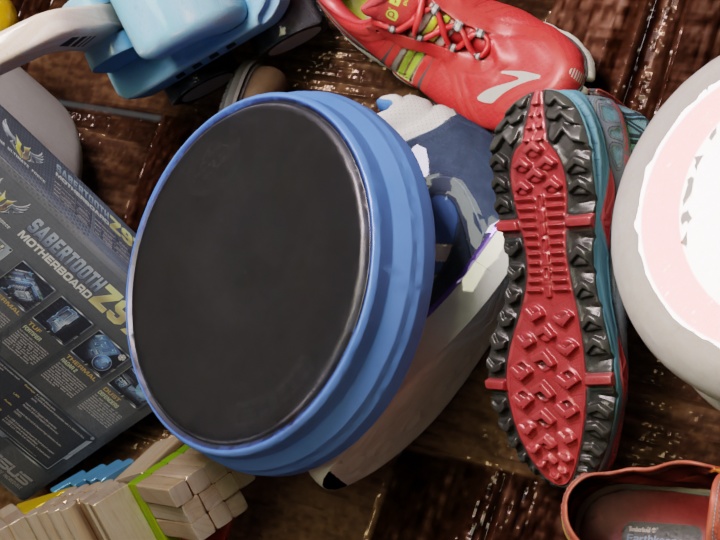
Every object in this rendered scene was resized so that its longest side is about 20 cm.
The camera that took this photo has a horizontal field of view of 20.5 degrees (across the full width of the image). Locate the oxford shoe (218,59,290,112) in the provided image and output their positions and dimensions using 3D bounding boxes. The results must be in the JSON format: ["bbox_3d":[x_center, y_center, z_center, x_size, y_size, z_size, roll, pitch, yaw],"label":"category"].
[{"bbox_3d":[-0.039,-0.031,1.129,0.084,0.073,0.201,-9,66,10],"label":"oxford shoe"}]

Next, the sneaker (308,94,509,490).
[{"bbox_3d":[0.000,0.000,1.056,0.146,0.081,0.200,38,85,22],"label":"sneaker"}]

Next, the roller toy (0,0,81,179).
[{"bbox_3d":[-0.274,-0.063,1.210,0.200,0.140,0.183,-32,44,17],"label":"roller toy"}]

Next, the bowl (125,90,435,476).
[{"bbox_3d":[-0.048,0.004,1.019,0.200,0.039,0.202,-13,71,42],"label":"bowl"}]

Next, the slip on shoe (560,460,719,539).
[{"bbox_3d":[0.182,0.121,0.917,0.199,0.061,0.074,0,69,31],"label":"slip on shoe"}]

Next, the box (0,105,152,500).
[{"bbox_3d":[-0.199,0.021,1.118,0.157,0.200,0.051,-35,31,18],"label":"box"}]

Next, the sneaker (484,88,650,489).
[{"bbox_3d":[0.121,0.010,0.991,0.079,0.095,0.201,9,102,45],"label":"sneaker"}]

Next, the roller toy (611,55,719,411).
[{"bbox_3d":[0.215,-0.013,0.901,0.199,0.140,0.183,-6,68,30],"label":"roller toy"}]

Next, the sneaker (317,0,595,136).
[{"bbox_3d":[0.039,-0.131,1.099,0.200,0.085,0.077,29,88,38],"label":"sneaker"}]

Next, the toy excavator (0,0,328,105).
[{"bbox_3d":[-0.142,-0.145,1.131,0.194,0.200,0.100,-27,85,21],"label":"toy excavator"}]

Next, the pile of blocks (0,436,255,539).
[{"bbox_3d":[-0.127,0.143,1.119,0.199,0.082,0.062,-17,105,36],"label":"pile of blocks"}]
